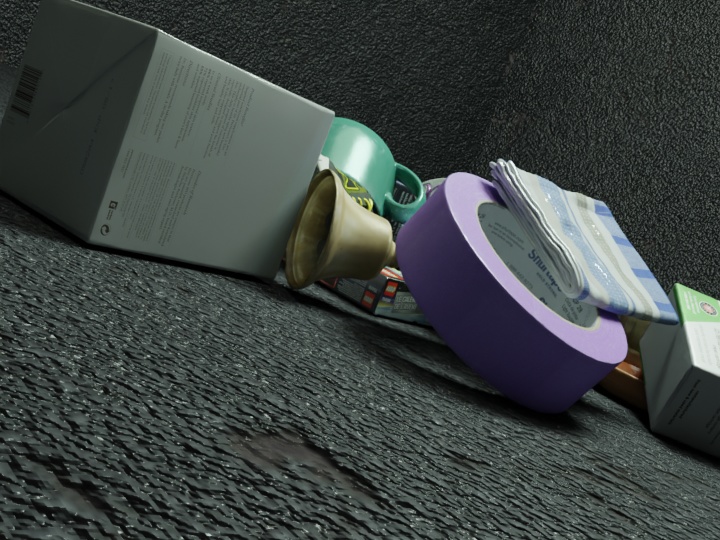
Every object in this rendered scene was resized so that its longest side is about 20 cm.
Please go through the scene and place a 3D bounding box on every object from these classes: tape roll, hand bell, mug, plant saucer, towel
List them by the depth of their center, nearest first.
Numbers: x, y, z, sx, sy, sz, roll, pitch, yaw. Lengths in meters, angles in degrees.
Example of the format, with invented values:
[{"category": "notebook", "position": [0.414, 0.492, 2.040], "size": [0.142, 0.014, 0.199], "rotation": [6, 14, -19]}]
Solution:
[{"category": "tape roll", "position": [0.123, 0.015, 0.755], "size": [0.199, 0.066, 0.201], "rotation": [33, 27, -19]}, {"category": "hand bell", "position": [0.044, -0.009, 0.819], "size": [0.198, 0.106, 0.104], "rotation": [17, 8, -22]}, {"category": "towel", "position": [0.201, -0.022, 0.820], "size": [0.199, 0.024, 0.148], "rotation": [14, 41, -47]}, {"category": "plant saucer", "position": [0.326, 0.135, 1.002], "size": [0.198, 0.033, 0.200], "rotation": [21, 6, -2]}, {"category": "mug", "position": [-0.016, -0.111, 1.198], "size": [0.184, 0.115, 0.152], "rotation": [30, -38, -12]}]

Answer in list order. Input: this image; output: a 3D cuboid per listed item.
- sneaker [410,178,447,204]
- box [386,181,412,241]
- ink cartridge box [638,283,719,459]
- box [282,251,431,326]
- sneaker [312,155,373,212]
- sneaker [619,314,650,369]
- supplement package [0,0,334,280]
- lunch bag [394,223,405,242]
[{"category": "sneaker", "position": [0.152, -0.052, 1.193], "size": [0.198, 0.076, 0.100], "rotation": [26, -9, 26]}, {"category": "box", "position": [0.117, -0.041, 1.346], "size": [0.196, 0.125, 0.200], "rotation": [25, 7, 11]}, {"category": "ink cartridge box", "position": [0.373, 0.115, 0.873], "size": [0.198, 0.085, 0.145], "rotation": [22, 31, -1]}, {"category": "box", "position": [0.000, 0.000, 0.960], "size": [0.136, 0.040, 0.199], "rotation": [14, 11, -47]}, {"category": "sneaker", "position": [-0.023, -0.073, 0.967], "size": [0.084, 0.075, 0.200], "rotation": [20, 7, -6]}, {"category": "sneaker", "position": [0.351, 0.080, 1.056], "size": [0.070, 0.076, 0.199], "rotation": [26, 8, 39]}, {"category": "supplement package", "position": [-0.155, -0.100, 0.743], "size": [0.150, 0.154, 0.199], "rotation": [25, 7, 36]}, {"category": "lunch bag", "position": [0.131, 0.013, 1.113], "size": [0.198, 0.083, 0.161], "rotation": [21, 7, -11]}]
